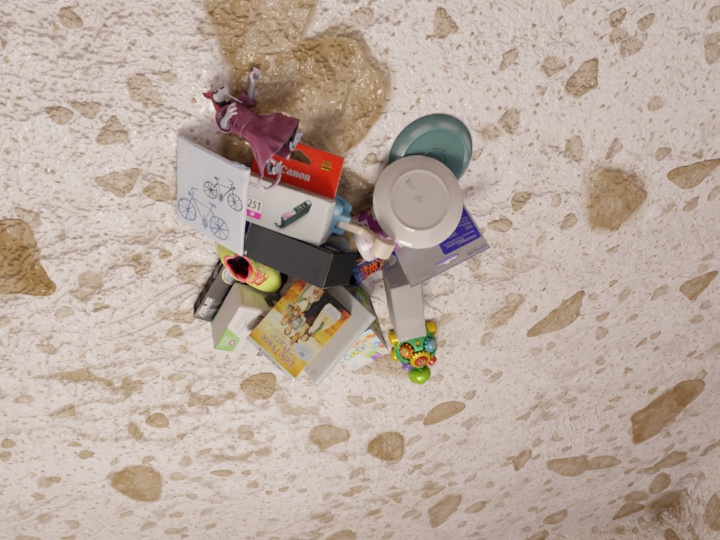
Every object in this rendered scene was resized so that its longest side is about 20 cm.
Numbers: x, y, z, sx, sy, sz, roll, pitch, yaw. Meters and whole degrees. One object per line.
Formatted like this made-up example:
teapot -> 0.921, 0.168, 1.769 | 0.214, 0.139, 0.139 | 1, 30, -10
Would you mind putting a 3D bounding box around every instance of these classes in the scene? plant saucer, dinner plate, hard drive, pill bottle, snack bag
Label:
plant saucer -> 0.160, -0.247, 1.213 | 0.198, 0.028, 0.202 | -8, 131, -10
dinner plate -> 0.125, -0.149, 1.163 | 0.197, 0.024, 0.203 | 1, 85, -6
hard drive -> -0.076, 0.141, 1.252 | 0.200, 0.132, 0.026 | -50, 158, 1
pill bottle -> 0.082, -0.109, 1.236 | 0.198, 0.113, 0.113 | -24, 132, 10
snack bag -> -0.296, -0.150, 1.078 | 0.021, 0.187, 0.202 | -38, 149, -49

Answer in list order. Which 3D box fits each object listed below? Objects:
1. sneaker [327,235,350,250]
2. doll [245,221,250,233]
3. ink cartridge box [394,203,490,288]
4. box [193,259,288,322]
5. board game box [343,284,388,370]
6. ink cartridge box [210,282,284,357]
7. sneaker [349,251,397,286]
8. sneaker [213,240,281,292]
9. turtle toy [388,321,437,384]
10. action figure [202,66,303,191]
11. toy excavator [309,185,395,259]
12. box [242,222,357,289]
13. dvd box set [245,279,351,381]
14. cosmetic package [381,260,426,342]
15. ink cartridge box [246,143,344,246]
sneaker -> -0.111, -0.017, 1.251 | 0.197, 0.131, 0.080 | -9, 130, -8
doll -> -0.233, -0.128, 1.177 | 0.199, 0.049, 0.136 | -37, 130, 14
ink cartridge box -> 0.176, -0.063, 1.254 | 0.196, 0.201, 0.044 | -27, 136, 7
box -> -0.290, 0.053, 1.312 | 0.159, 0.044, 0.201 | 20, 120, -31
board game box -> -0.017, 0.125, 1.351 | 0.104, 0.201, 0.103 | -29, 131, 9
ink cartridge box -> -0.235, 0.127, 1.303 | 0.198, 0.084, 0.146 | 16, 123, -35
sneaker -> 0.000, 0.000, 1.333 | 0.198, 0.079, 0.076 | -19, 132, 0
sneaker -> -0.245, 0.001, 1.192 | 0.078, 0.091, 0.200 | -36, 133, 12
turtle toy -> 0.163, 0.244, 1.568 | 0.144, 0.102, 0.202 | -14, 131, -5
action figure -> -0.208, -0.274, 1.021 | 0.199, 0.134, 0.149 | 34, 141, 5
toy excavator -> -0.039, -0.107, 1.162 | 0.198, 0.195, 0.101 | 14, 114, -33
box -> -0.125, -0.034, 1.146 | 0.198, 0.141, 0.080 | 21, 102, 18
dvd box set -> -0.138, 0.125, 1.218 | 0.146, 0.029, 0.200 | 43, 92, -1
cosmetic package -> 0.113, 0.077, 1.415 | 0.089, 0.107, 0.201 | -13, 133, -6
ink cartridge box -> -0.144, -0.163, 1.079 | 0.198, 0.044, 0.176 | 20, 109, 13
